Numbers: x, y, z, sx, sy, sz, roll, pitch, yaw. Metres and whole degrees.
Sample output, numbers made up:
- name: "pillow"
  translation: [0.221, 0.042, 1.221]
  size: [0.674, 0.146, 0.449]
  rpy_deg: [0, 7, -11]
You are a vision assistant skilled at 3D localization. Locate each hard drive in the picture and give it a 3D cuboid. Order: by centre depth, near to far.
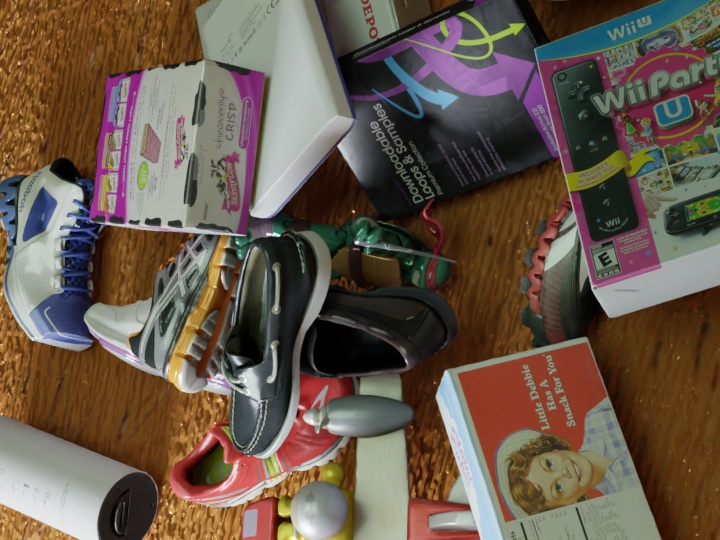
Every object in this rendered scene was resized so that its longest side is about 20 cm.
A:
- name: "hard drive"
  translation: [-0.071, -0.162, 1.128]
  size: [0.132, 0.025, 0.201]
  rpy_deg: [-45, 50, 39]

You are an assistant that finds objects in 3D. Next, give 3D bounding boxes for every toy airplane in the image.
- name: "toy airplane"
  translation: [0.005, 0.197, 1.071]
  size: [0.199, 0.141, 0.200]
  rpy_deg: [-49, 54, 8]

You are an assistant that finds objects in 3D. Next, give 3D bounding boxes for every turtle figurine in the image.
- name: "turtle figurine"
  translation: [0.000, 0.000, 1.146]
  size: [0.199, 0.101, 0.150]
  rpy_deg: [10, 128, 24]

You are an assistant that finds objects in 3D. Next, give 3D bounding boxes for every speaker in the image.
- name: "speaker"
  translation: [-0.288, 0.202, 1.302]
  size: [0.199, 0.081, 0.082]
  rpy_deg: [14, 88, 35]

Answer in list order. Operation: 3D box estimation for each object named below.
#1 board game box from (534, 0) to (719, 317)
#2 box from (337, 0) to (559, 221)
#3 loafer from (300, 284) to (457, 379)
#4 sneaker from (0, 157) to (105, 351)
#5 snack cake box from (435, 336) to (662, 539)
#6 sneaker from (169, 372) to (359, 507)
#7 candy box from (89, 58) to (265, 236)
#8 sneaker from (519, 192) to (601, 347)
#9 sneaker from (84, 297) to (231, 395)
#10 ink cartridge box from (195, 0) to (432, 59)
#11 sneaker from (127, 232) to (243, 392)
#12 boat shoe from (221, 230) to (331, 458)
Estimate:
- name: "board game box"
  translation: [0.215, -0.086, 0.963]
  size: [0.147, 0.064, 0.201]
  rpy_deg: [-19, 60, 18]
- name: "box"
  translation: [0.069, -0.132, 1.109]
  size: [0.199, 0.036, 0.143]
  rpy_deg: [-20, 114, 30]
- name: "loafer"
  translation: [-0.017, 0.053, 1.087]
  size: [0.199, 0.063, 0.072]
  rpy_deg: [-8, 119, 43]
- name: "sneaker"
  translation: [-0.291, -0.031, 1.350]
  size: [0.115, 0.080, 0.200]
  rpy_deg: [-30, 64, 27]
- name: "snack cake box"
  translation: [0.140, 0.161, 1.003]
  size: [0.114, 0.067, 0.201]
  rpy_deg: [-13, 69, -11]
- name: "sneaker"
  translation: [-0.083, 0.146, 1.175]
  size: [0.200, 0.085, 0.077]
  rpy_deg: [-40, 63, 21]
- name: "candy box"
  translation: [-0.159, -0.102, 1.167]
  size: [0.200, 0.061, 0.137]
  rpy_deg: [7, 90, 57]
- name: "sneaker"
  translation: [0.189, -0.027, 1.038]
  size: [0.098, 0.071, 0.201]
  rpy_deg: [21, 91, 37]
- name: "sneaker"
  translation: [-0.166, 0.051, 1.269]
  size: [0.199, 0.075, 0.100]
  rpy_deg: [14, 75, 30]
- name: "ink cartridge box"
  translation: [-0.036, -0.201, 1.214]
  size: [0.199, 0.083, 0.147]
  rpy_deg: [-22, 69, 29]
- name: "sneaker"
  translation: [-0.137, 0.003, 1.190]
  size: [0.077, 0.078, 0.201]
  rpy_deg: [17, 72, 28]
- name: "boat shoe"
  translation: [-0.081, 0.060, 1.082]
  size: [0.076, 0.060, 0.201]
  rpy_deg: [33, 118, 46]
